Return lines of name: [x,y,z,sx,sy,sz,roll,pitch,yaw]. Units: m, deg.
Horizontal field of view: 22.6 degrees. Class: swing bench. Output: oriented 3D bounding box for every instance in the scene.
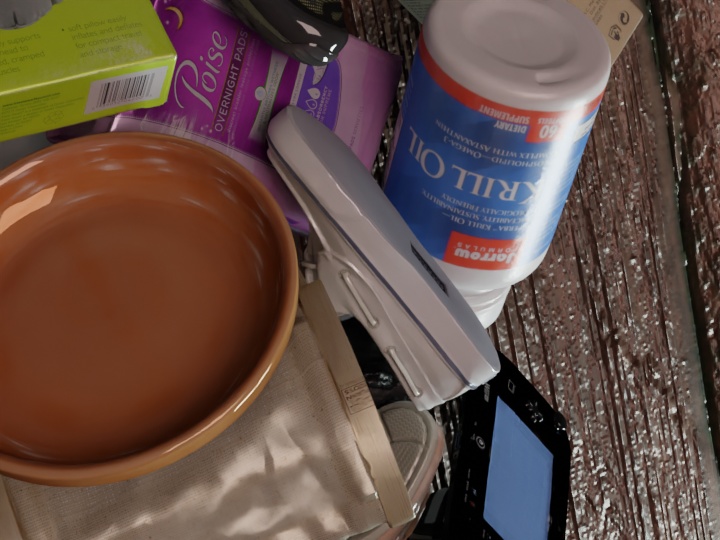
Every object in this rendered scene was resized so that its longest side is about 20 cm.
swing bench: [-0.101,0.084,0.957,0.197,0.200,0.131,-22,107,-7]

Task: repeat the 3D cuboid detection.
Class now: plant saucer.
plant saucer: [-0.126,0.020,0.891,0.200,0.200,0.038,-42,149,-18]

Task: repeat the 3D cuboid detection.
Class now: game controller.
game controller: [0.093,0.138,1.129,0.105,0.042,0.201,55,27,-29]

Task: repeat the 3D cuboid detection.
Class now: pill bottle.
pill bottle: [0.071,-0.060,1.072,0.111,0.113,0.201,-13,138,-27]

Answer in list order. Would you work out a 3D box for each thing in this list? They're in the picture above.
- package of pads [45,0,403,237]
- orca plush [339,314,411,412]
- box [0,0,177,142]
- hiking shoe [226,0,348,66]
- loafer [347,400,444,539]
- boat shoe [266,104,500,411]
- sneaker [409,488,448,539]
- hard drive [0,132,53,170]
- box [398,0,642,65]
package of pads: [-0.072,-0.100,1.032,0.199,0.075,0.122,20,81,-41]
orca plush: [-0.009,0.046,1.105,0.199,0.071,0.106,28,83,-29]
box: [-0.187,-0.162,0.926,0.121,0.048,0.201,-16,64,-26]
hiking shoe: [-0.035,-0.211,0.975,0.075,0.100,0.202,8,59,-48]
loafer: [-0.013,0.170,1.119,0.201,0.072,0.063,-53,143,1]
boat shoe: [0.000,0.000,1.018,0.065,0.074,0.201,-33,106,14]
sneaker: [0.055,0.237,1.130,0.200,0.074,0.116,-55,136,-50]
hard drive: [-0.222,-0.064,0.997,0.198,0.027,0.133,-8,100,-28]
box: [0.069,-0.191,1.108,0.200,0.095,0.078,42,75,-28]
